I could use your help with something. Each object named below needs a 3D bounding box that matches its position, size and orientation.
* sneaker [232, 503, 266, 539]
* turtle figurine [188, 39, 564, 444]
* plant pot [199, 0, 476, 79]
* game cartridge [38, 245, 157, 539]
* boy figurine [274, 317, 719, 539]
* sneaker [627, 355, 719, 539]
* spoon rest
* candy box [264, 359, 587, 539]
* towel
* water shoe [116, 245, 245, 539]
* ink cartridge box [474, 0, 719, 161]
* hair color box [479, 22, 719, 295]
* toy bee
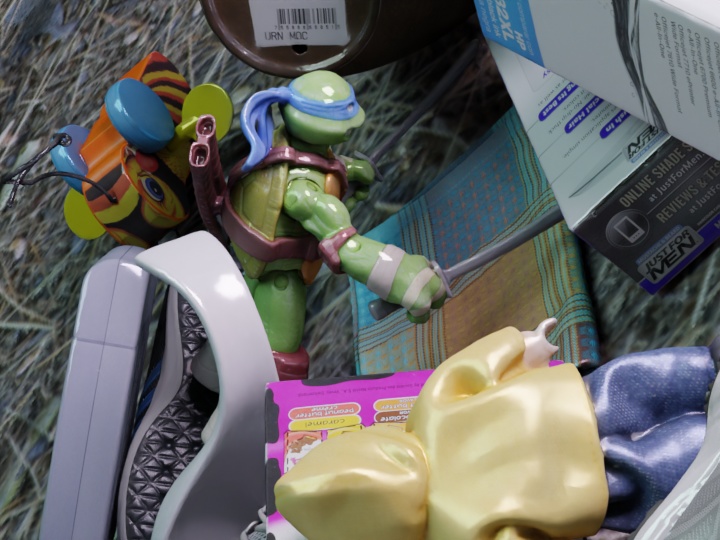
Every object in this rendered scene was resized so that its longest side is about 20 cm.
[{"bbox_3d":[-0.042,0.130,1.257,0.075,0.115,0.200,24,85,52],"label":"sneaker"},{"bbox_3d":[0.000,0.000,1.354,0.144,0.200,0.194,43,121,33],"label":"turtle figurine"},{"bbox_3d":[-0.013,-0.175,1.419,0.187,0.187,0.200,-38,12,25],"label":"plant pot"},{"bbox_3d":[-0.137,0.089,1.414,0.133,0.040,0.200,-141,60,-84],"label":"game cartridge"},{"bbox_3d":[0.066,0.084,1.112,0.200,0.064,0.125,-14,73,-3],"label":"boy figurine"},{"bbox_3d":[0.156,0.103,1.044,0.079,0.074,0.200,25,94,57],"label":"sneaker"},{"bbox_3d":[-0.063,0.085,1.291,0.099,0.200,0.061,-22,28,-30],"label":"spoon rest"},{"bbox_3d":[0.029,0.132,1.158,0.136,0.061,0.200,-4,43,2],"label":"candy box"},{"bbox_3d":[0.051,0.016,1.358,0.147,0.022,0.200,-39,33,25],"label":"towel"},{"bbox_3d":[-0.085,0.085,1.451,0.079,0.071,0.200,116,168,-61],"label":"water shoe"},{"bbox_3d":[0.162,-0.133,1.190,0.145,0.084,0.200,-35,43,-23],"label":"ink cartridge box"},{"bbox_3d":[0.134,-0.091,1.310,0.109,0.065,0.200,-43,30,17],"label":"hair color box"},{"bbox_3d":[-0.136,-0.050,1.633,0.131,0.109,0.200,-31,11,47],"label":"toy bee"}]
